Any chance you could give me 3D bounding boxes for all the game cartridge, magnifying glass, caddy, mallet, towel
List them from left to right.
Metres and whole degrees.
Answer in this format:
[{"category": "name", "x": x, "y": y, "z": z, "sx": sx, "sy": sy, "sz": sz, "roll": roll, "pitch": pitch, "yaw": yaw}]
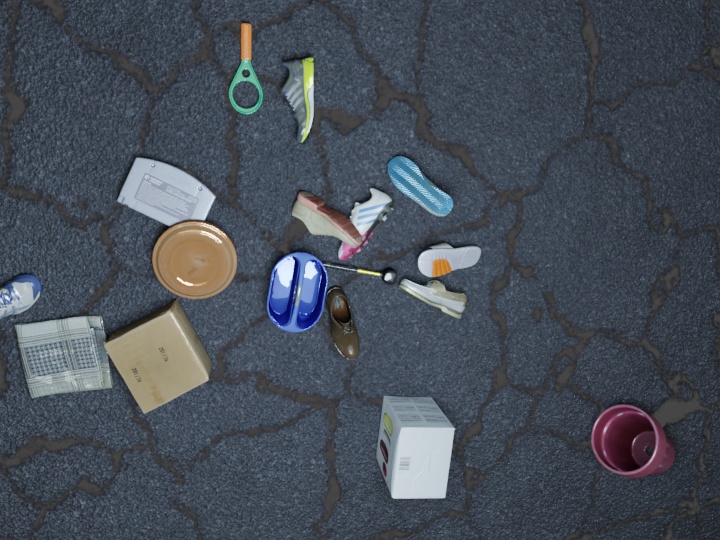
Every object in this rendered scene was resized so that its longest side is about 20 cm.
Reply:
[{"category": "towel", "x": -0.712, "y": 0.209, "z": 1.335, "sx": 0.198, "sy": 0.035, "sz": 0.195, "roll": -7, "pitch": 101, "yaw": -10}, {"category": "game cartridge", "x": -0.454, "y": -0.179, "z": 1.312, "sx": 0.199, "sy": 0.041, "sz": 0.134, "roll": 26, "pitch": 98, "yaw": -15}, {"category": "magnifying glass", "x": -0.269, "y": -0.472, "z": 1.301, "sx": 0.079, "sy": 0.022, "sz": 0.202, "roll": 0, "pitch": 102, "yaw": -11}, {"category": "caddy", "x": -0.158, "y": 0.051, "z": 1.375, "sx": 0.140, "sy": 0.105, "sz": 0.202, "roll": 8, "pitch": 99, "yaw": -13}, {"category": "mallet", "x": 0.000, "y": 0.000, "z": 1.438, "sx": 0.198, "sy": 0.066, "sz": 0.042, "roll": 12, "pitch": 97, "yaw": 2}]

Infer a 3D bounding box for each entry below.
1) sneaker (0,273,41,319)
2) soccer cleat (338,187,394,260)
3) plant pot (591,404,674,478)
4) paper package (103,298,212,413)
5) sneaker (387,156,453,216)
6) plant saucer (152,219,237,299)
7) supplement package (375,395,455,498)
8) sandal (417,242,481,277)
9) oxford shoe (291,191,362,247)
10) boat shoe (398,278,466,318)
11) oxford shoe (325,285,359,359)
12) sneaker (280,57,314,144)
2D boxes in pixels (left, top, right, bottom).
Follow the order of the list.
[{"category": "sneaker", "x": -0.826, "y": 0.084, "z": 1.262, "sx": 0.199, "sy": 0.088, "sz": 0.076, "roll": -35, "pitch": 103, "yaw": -4}, {"category": "soccer cleat", "x": -0.001, "y": -0.119, "z": 1.403, "sx": 0.086, "sy": 0.070, "sz": 0.200, "roll": 44, "pitch": 99, "yaw": 15}, {"category": "plant pot", "x": 0.814, "y": 0.512, "z": 1.618, "sx": 0.178, "sy": 0.200, "sz": 0.201, "roll": 26, "pitch": 95, "yaw": -30}, {"category": "paper package", "x": -0.487, "y": 0.207, "z": 1.344, "sx": 0.189, "sy": 0.103, "sz": 0.201, "roll": -27, "pitch": 105, "yaw": -4}, {"category": "sneaker", "x": 0.146, "y": -0.208, "z": 1.405, "sx": 0.200, "sy": 0.081, "sz": 0.077, "roll": 44, "pitch": 92, "yaw": 4}, {"category": "plant saucer", "x": -0.398, "y": -0.022, "z": 1.333, "sx": 0.198, "sy": 0.032, "sz": 0.202, "roll": -4, "pitch": 114, "yaw": -10}, {"category": "supplement package", "x": 0.139, "y": 0.460, "z": 1.462, "sx": 0.146, "sy": 0.200, "sz": 0.193, "roll": 5, "pitch": 99, "yaw": -11}, {"category": "sandal", "x": 0.226, "y": -0.035, "z": 1.464, "sx": 0.205, "sy": 0.059, "sz": 0.080, "roll": -7, "pitch": 120, "yaw": -31}, {"category": "oxford shoe", "x": -0.083, "y": -0.112, "z": 1.364, "sx": 0.200, "sy": 0.071, "sz": 0.074, "roll": 39, "pitch": 114, "yaw": 13}, {"category": "boat shoe", "x": 0.193, "y": 0.059, "z": 1.468, "sx": 0.199, "sy": 0.075, "sz": 0.069, "roll": 25, "pitch": 89, "yaw": -21}, {"category": "oxford shoe", "x": -0.046, "y": 0.146, "z": 1.428, "sx": 0.072, "sy": 0.084, "sz": 0.202, "roll": -19, "pitch": 105, "yaw": -9}, {"category": "sneaker", "x": -0.149, "y": -0.403, "z": 1.316, "sx": 0.080, "sy": 0.074, "sz": 0.202, "roll": 0, "pitch": 93, "yaw": -4}]
